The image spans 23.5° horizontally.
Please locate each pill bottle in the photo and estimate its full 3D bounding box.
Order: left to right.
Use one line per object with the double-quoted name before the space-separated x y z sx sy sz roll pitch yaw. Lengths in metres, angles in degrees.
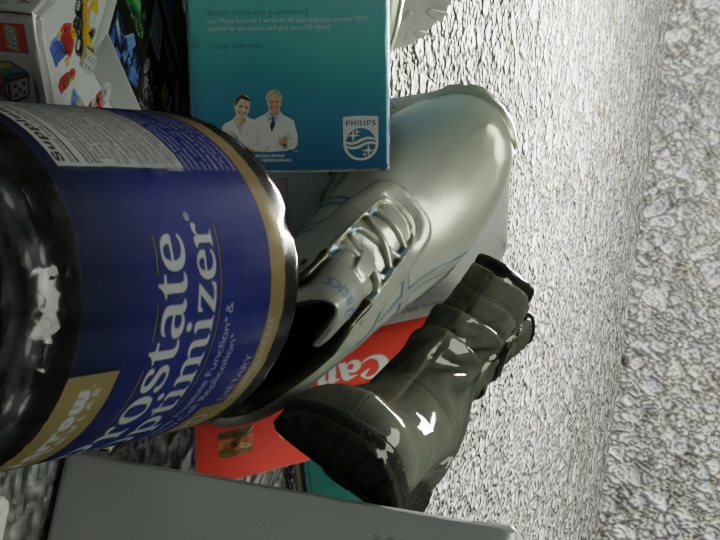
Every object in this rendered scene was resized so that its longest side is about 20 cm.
"pill bottle" -0.110 0.004 0.526 0.200 0.111 0.113 -7 104 -63

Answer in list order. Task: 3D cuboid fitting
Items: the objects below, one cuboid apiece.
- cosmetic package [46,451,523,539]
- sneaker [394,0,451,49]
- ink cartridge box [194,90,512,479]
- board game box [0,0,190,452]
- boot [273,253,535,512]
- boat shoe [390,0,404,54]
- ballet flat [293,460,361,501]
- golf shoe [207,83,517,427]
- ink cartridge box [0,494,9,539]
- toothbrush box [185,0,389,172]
"cosmetic package" -0.038 0.200 0.743 0.123 0.198 0.201 53 47 -69
"sneaker" 0.024 -0.225 1.017 0.076 0.081 0.202 -6 127 -34
"ink cartridge box" -0.006 0.016 0.869 0.057 0.161 0.202 -139 -137 -57
"board game box" -0.103 -0.045 0.698 0.127 0.034 0.202 -65 157 -51
"boot" 0.029 0.044 0.800 0.131 0.067 0.200 -56 167 -8
"boat shoe" -0.002 -0.190 0.932 0.062 0.074 0.202 -9 101 -68
"ballet flat" -0.014 0.169 1.088 0.069 0.069 0.202 -31 126 -71
"golf shoe" 0.000 0.000 0.769 0.200 0.078 0.097 -46 -168 0
"ink cartridge box" -0.175 0.160 0.513 0.176 0.044 0.202 38 60 -73
"toothbrush box" -0.031 -0.155 0.731 0.147 0.084 0.202 -94 -178 -74
